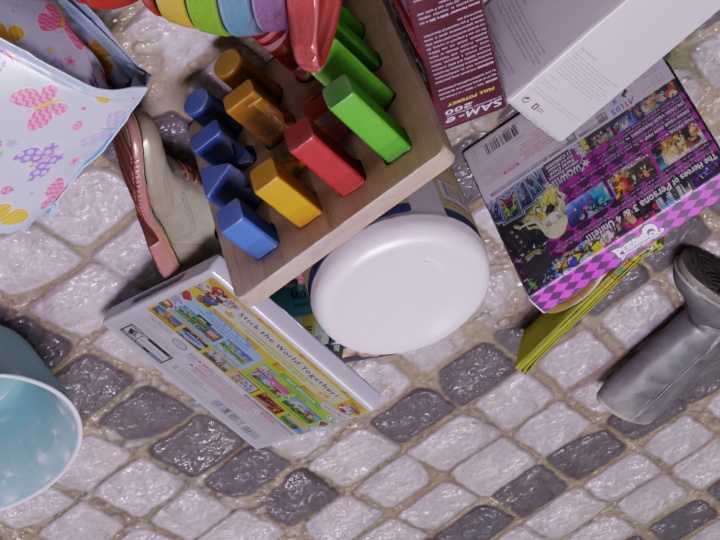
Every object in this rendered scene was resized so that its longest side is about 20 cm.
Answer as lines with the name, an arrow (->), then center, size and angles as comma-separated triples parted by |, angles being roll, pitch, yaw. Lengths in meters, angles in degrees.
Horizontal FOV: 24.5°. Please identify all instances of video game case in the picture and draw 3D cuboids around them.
video game case -> -0.107, 0.078, 1.469 | 0.200, 0.023, 0.181 | 42, 142, -21
video game case -> 0.201, -0.087, 1.414 | 0.199, 0.182, 0.036 | -34, 138, 14

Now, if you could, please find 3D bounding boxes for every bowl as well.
bowl -> -0.352, 0.119, 1.465 | 0.199, 0.105, 0.202 | -11, 138, -10

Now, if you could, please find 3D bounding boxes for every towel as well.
towel -> 0.225, 0.019, 1.623 | 0.018, 0.086, 0.200 | 40, 117, -6

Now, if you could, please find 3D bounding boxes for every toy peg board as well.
toy peg board -> -0.058, -0.117, 1.257 | 0.199, 0.201, 0.098 | -35, 137, 16

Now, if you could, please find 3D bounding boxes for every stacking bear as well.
stacking bear -> -0.117, -0.219, 1.169 | 0.198, 0.114, 0.122 | 5, 124, 10

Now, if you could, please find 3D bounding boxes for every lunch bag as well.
lunch bag -> -0.278, -0.131, 1.205 | 0.199, 0.128, 0.170 | 28, 124, -29

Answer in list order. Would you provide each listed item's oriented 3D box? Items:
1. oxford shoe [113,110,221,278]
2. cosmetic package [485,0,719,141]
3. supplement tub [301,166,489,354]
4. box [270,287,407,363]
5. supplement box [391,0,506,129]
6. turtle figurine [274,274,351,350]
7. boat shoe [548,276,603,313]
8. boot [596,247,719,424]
oxford shoe -> -0.156, -0.073, 1.372 | 0.073, 0.071, 0.200 | -20, 150, -7
cosmetic package -> 0.196, -0.215, 1.330 | 0.200, 0.108, 0.085 | -38, 137, 21
supplement tub -> 0.011, -0.048, 1.333 | 0.143, 0.201, 0.145 | -10, 137, -9
box -> -0.052, 0.051, 1.560 | 0.198, 0.049, 0.083 | -9, 138, -13
supplement box -> 0.054, -0.217, 1.265 | 0.060, 0.109, 0.201 | -21, 139, 0
turtle figurine -> 0.000, 0.000, 1.474 | 0.199, 0.150, 0.101 | -9, 121, -26
boat shoe -> 0.229, -0.034, 1.573 | 0.069, 0.071, 0.200 | -25, 159, -44
boot -> 0.323, 0.074, 1.741 | 0.200, 0.073, 0.181 | -37, 135, 28
